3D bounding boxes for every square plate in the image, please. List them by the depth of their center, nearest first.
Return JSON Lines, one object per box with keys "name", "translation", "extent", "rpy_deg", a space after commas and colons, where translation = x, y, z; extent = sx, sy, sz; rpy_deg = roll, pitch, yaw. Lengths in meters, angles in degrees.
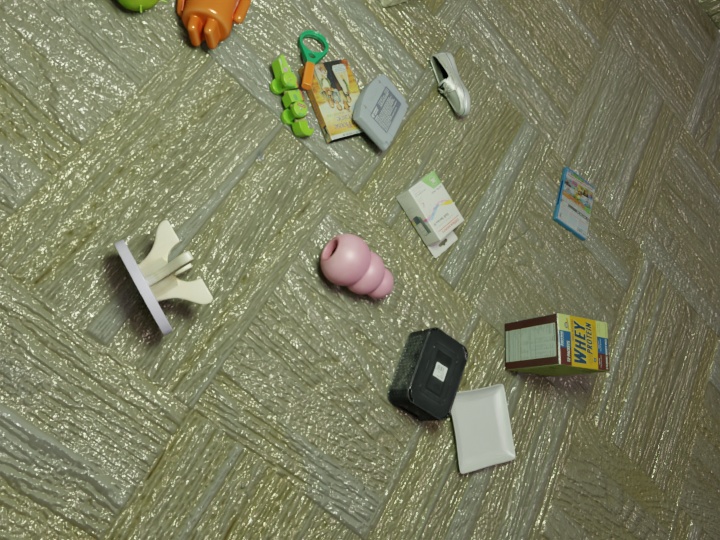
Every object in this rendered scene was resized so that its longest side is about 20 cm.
{"name": "square plate", "translation": [0.315, 0.412, 1.688], "extent": [0.196, 0.028, 0.202], "rpy_deg": [-3, 80, -32]}

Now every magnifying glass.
{"name": "magnifying glass", "translation": [-0.124, -0.530, 1.614], "extent": [0.079, 0.022, 0.202], "rpy_deg": [16, 54, -16]}

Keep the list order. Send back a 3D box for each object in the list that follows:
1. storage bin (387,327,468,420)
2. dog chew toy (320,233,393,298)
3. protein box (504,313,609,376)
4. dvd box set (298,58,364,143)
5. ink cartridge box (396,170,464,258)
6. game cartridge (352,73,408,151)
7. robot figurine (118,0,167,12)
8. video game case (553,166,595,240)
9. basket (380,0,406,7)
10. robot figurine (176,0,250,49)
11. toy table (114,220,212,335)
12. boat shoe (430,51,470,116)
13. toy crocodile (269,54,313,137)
{"name": "storage bin", "translation": [0.169, 0.258, 1.594], "extent": [0.135, 0.094, 0.201], "rpy_deg": [34, 64, -21]}
{"name": "dog chew toy", "translation": [0.000, 0.000, 1.540], "extent": [0.199, 0.124, 0.126], "rpy_deg": [35, 62, -30]}
{"name": "protein box", "translation": [0.539, 0.210, 1.773], "extent": [0.197, 0.199, 0.136], "rpy_deg": [11, 73, -29]}
{"name": "dvd box set", "translation": [-0.060, -0.438, 1.654], "extent": [0.145, 0.029, 0.202], "rpy_deg": [-21, 90, -34]}
{"name": "ink cartridge box", "translation": [0.199, -0.149, 1.725], "extent": [0.117, 0.067, 0.201], "rpy_deg": [-39, 100, -33]}
{"name": "game cartridge", "translation": [0.052, -0.424, 1.693], "extent": [0.133, 0.041, 0.201], "rpy_deg": [47, 47, -26]}
{"name": "robot figurine", "translation": [-0.501, -0.651, 1.377], "extent": [0.175, 0.115, 0.201], "rpy_deg": [-42, 102, -37]}
{"name": "video game case", "translation": [0.695, -0.218, 2.084], "extent": [0.142, 0.018, 0.202], "rpy_deg": [29, 65, -23]}
{"name": "basket", "translation": [0.132, -0.845, 1.818], "extent": [0.199, 0.123, 0.136], "rpy_deg": [-33, 97, -32]}
{"name": "robot figurine", "translation": [-0.341, -0.610, 1.469], "extent": [0.116, 0.143, 0.202], "rpy_deg": [33, 61, -46]}
{"name": "toy table", "translation": [-0.385, 0.011, 1.270], "extent": [0.116, 0.184, 0.201], "rpy_deg": [-30, 104, -17]}
{"name": "boat shoe", "translation": [0.255, -0.537, 1.854], "extent": [0.065, 0.072, 0.202], "rpy_deg": [-14, 86, -29]}
{"name": "toy crocodile", "translation": [-0.167, -0.422, 1.563], "extent": [0.061, 0.067, 0.202], "rpy_deg": [-21, 92, -39]}
